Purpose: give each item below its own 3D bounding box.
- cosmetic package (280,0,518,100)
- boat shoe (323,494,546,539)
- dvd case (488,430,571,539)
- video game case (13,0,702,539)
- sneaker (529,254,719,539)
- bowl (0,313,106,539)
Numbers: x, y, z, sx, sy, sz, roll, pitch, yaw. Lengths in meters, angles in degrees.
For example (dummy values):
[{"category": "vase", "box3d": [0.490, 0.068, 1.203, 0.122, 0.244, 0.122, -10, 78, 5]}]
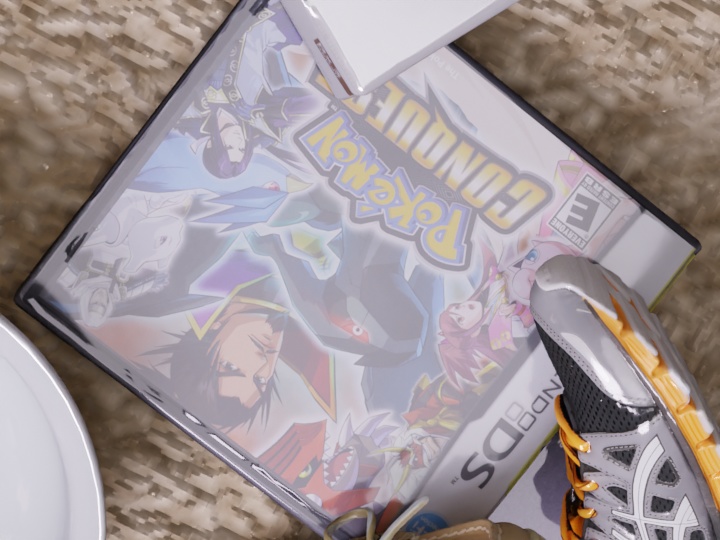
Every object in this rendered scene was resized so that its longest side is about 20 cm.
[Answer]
[{"category": "cosmetic package", "box3d": [0.054, -0.154, 0.766, 0.199, 0.074, 0.102, -30, 96, -4]}, {"category": "boat shoe", "box3d": [-0.019, 0.138, 0.800, 0.199, 0.073, 0.063, -31, 110, 25]}, {"category": "dvd case", "box3d": [0.103, 0.175, 0.875, 0.200, 0.016, 0.149, 43, 95, -11]}, {"category": "video game case", "box3d": [0.000, 0.000, 0.821, 0.200, 0.026, 0.181, 38, 94, -8]}, {"category": "sneaker", "box3d": [0.107, 0.084, 0.805, 0.077, 0.078, 0.201, -26, 112, 9]}, {"category": "bowl", "box3d": [-0.193, 0.082, 0.796, 0.200, 0.090, 0.202, -1, 102, -4]}]
